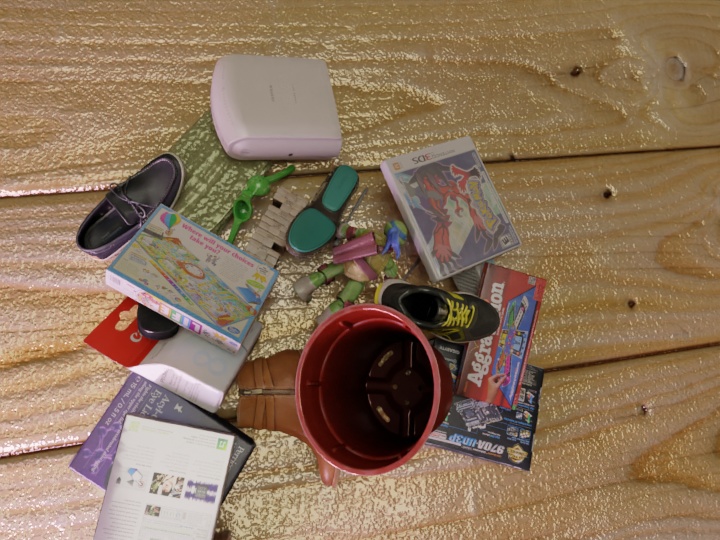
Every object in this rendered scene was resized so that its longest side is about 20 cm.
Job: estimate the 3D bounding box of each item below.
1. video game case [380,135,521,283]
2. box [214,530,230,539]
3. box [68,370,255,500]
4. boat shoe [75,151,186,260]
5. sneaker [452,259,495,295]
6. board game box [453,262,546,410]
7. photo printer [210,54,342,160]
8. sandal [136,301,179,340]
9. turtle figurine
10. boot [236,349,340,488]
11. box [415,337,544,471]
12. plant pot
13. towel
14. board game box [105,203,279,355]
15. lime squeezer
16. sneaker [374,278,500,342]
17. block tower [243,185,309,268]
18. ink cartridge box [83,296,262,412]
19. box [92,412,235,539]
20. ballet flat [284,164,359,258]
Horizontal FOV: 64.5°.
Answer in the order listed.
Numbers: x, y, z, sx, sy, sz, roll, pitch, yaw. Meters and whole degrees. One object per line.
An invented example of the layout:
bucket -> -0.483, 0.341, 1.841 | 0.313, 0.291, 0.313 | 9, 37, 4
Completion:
video game case -> 0.144, -0.103, 0.900 | 0.178, 0.023, 0.205 | -20, 80, -26
box -> -0.268, 0.411, 0.755 | 0.193, 0.095, 0.081 | -4, 79, -13
box -> -0.261, 0.249, 0.782 | 0.197, 0.104, 0.151 | 32, 74, -3
boat shoe -> -0.334, -0.093, 0.831 | 0.199, 0.062, 0.075 | -42, 88, 1
sneaker -> 0.173, -0.053, 0.957 | 0.080, 0.073, 0.206 | -5, 73, -42
board game box -> 0.215, 0.101, 0.880 | 0.100, 0.019, 0.207 | 14, 89, -7
photo printer -> -0.136, -0.257, 0.902 | 0.193, 0.070, 0.172 | -4, 69, -21
sandal -> -0.282, 0.005, 0.809 | 0.073, 0.049, 0.204 | -1, 45, -23
turtle figurine -> 0.000, 0.000, 0.900 | 0.192, 0.201, 0.145 | -39, 111, 4
boot -> -0.106, 0.221, 0.837 | 0.149, 0.074, 0.207 | -5, 68, -13
box -> 0.187, 0.212, 0.908 | 0.193, 0.046, 0.164 | 15, 77, -8
plant pot -> 0.039, 0.161, 0.789 | 0.194, 0.194, 0.209 | -4, 78, 22
towel -> -0.245, -0.143, 0.898 | 0.147, 0.037, 0.202 | 36, 76, -1
board game box -> -0.225, 0.010, 0.787 | 0.196, 0.034, 0.136 | 30, 49, -5
lime squeezer -> -0.170, -0.103, 0.888 | 0.037, 0.071, 0.203 | 31, 75, 3
sneaker -> 0.117, 0.064, 0.810 | 0.193, 0.084, 0.077 | 11, 91, -15
block tower -> -0.147, -0.032, 0.886 | 0.056, 0.054, 0.205 | 25, 75, -4
ink cartridge box -> -0.251, 0.087, 0.795 | 0.196, 0.161, 0.048 | 30, 120, -4
box -> -0.245, 0.293, 0.705 | 0.139, 0.036, 0.207 | 13, 76, -8
ballet flat -> -0.062, -0.080, 0.890 | 0.067, 0.075, 0.203 | 33, 55, -5
